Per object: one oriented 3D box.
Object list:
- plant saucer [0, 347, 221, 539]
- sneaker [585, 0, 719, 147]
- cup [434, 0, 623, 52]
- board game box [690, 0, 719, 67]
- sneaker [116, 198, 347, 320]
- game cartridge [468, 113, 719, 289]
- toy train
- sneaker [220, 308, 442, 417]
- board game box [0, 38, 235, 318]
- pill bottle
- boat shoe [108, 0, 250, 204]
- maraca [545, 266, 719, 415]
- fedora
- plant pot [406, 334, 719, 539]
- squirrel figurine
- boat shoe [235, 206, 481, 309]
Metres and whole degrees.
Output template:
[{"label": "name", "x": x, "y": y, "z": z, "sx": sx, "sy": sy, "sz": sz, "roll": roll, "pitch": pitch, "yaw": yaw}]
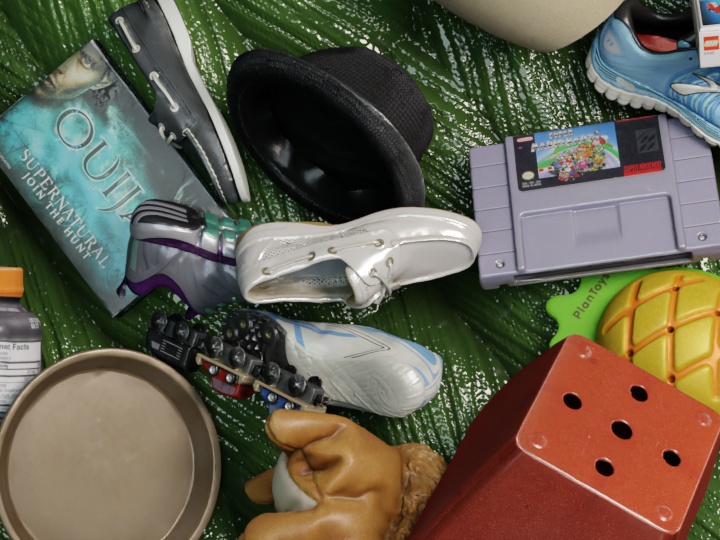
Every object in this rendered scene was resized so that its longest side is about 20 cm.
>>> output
[{"label": "plant saucer", "x": -0.213, "y": 0.166, "z": 1.548, "sx": 0.198, "sy": 0.029, "sz": 0.202, "roll": 1, "pitch": 87, "yaw": -25}, {"label": "sneaker", "x": 0.280, "y": -0.159, "z": 1.476, "sx": 0.198, "sy": 0.090, "sz": 0.079, "roll": 19, "pitch": 52, "yaw": 8}, {"label": "cup", "x": 0.138, "y": -0.260, "z": 1.477, "sx": 0.200, "sy": 0.200, "sz": 0.143, "roll": -38, "pitch": 110, "yaw": 7}, {"label": "board game box", "x": 0.319, "y": -0.222, "z": 1.437, "sx": 0.125, "sy": 0.201, "sz": 0.035, "roll": -4, "pitch": 123, "yaw": 9}, {"label": "sneaker", "x": -0.103, "y": 0.005, "z": 1.552, "sx": 0.198, "sy": 0.075, "sz": 0.088, "roll": 15, "pitch": 109, "yaw": -8}, {"label": "game cartridge", "x": 0.190, "y": -0.059, "z": 1.505, "sx": 0.198, "sy": 0.038, "sz": 0.131, "roll": -8, "pitch": 65, "yaw": 8}, {"label": "toy train", "x": -0.106, "y": 0.083, "z": 1.536, "sx": 0.199, "sy": 0.034, "sz": 0.046, "roll": 22, "pitch": 96, "yaw": 36}, {"label": "sneaker", "x": -0.025, "y": 0.075, "z": 1.552, "sx": 0.198, "sy": 0.072, "sz": 0.073, "roll": 14, "pitch": 109, "yaw": 22}, {"label": "board game box", "x": -0.219, "y": -0.079, "z": 1.596, "sx": 0.135, "sy": 0.028, "sz": 0.200, "roll": -39, "pitch": 84, "yaw": 7}, {"label": "pill bottle", "x": -0.323, "y": 0.096, "z": 1.571, "sx": 0.105, "sy": 0.106, "sz": 0.202, "roll": 0, "pitch": 89, "yaw": 9}, {"label": "boat shoe", "x": -0.152, "y": -0.139, "z": 1.563, "sx": 0.060, "sy": 0.076, "sz": 0.201, "roll": -23, "pitch": 74, "yaw": -3}, {"label": "maraca", "x": 0.241, "y": 0.055, "z": 1.489, "sx": 0.199, "sy": 0.107, "sz": 0.137, "roll": 32, "pitch": 78, "yaw": 30}, {"label": "fedora", "x": -0.012, "y": -0.124, "z": 1.521, "sx": 0.200, "sy": 0.201, "sz": 0.092, "roll": 40, "pitch": 60, "yaw": 7}, {"label": "plant pot", "x": 0.166, "y": 0.171, "z": 1.411, "sx": 0.199, "sy": 0.200, "sz": 0.177, "roll": 29, "pitch": 135, "yaw": 6}, {"label": "squirrel figurine", "x": -0.001, "y": 0.231, "z": 1.486, "sx": 0.198, "sy": 0.142, "sz": 0.188, "roll": 7, "pitch": 56, "yaw": -17}, {"label": "boat shoe", "x": 0.000, "y": 0.000, "z": 1.470, "sx": 0.198, "sy": 0.071, "sz": 0.070, "roll": -7, "pitch": 46, "yaw": 2}]
